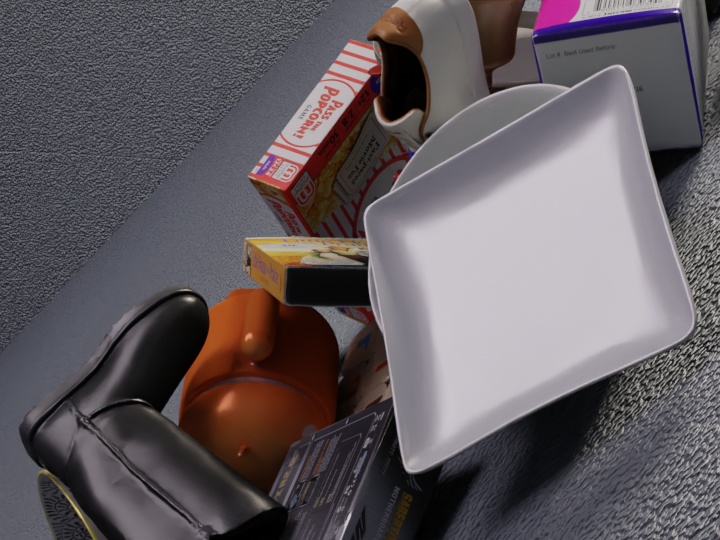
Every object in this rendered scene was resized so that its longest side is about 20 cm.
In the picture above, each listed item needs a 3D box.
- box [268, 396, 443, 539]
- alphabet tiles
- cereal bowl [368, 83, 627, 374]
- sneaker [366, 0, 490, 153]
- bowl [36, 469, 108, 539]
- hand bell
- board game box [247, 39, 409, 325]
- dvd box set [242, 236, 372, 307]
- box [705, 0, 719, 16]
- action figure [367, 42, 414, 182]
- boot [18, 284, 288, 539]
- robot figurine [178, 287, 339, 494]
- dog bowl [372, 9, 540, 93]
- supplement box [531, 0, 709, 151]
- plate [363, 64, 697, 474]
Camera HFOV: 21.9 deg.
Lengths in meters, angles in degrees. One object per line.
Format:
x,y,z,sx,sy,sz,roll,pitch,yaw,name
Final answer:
-0.029,0.188,1.175,0.158,0.048,0.201,-32,29,57,box
-0.003,0.114,1.346,0.196,0.015,0.201,-41,26,51,alphabet tiles
0.106,-0.012,1.182,0.199,0.083,0.201,-22,53,32,cereal bowl
0.050,-0.092,1.271,0.085,0.201,0.073,-35,29,-28,sneaker
-0.146,0.213,1.333,0.094,0.202,0.201,-26,5,-19,bowl
0.086,-0.122,1.341,0.103,0.201,0.104,-4,26,2,hand bell
0.001,-0.070,1.568,0.046,0.200,0.152,22,68,36,board game box
0.000,0.000,1.339,0.200,0.145,0.030,-149,61,-77,dvd box set
0.203,-0.292,1.468,0.125,0.200,0.148,-54,13,-19,box
0.051,-0.079,1.390,0.051,0.201,0.066,-12,34,16,action figure
-0.116,0.113,1.230,0.165,0.066,0.200,-46,44,-9,boot
-0.073,0.097,1.360,0.144,0.116,0.200,-44,24,30,robot figurine
0.108,-0.151,1.471,0.200,0.199,0.059,-78,-11,-65,dog bowl
0.188,-0.168,1.310,0.101,0.104,0.200,-7,30,17,supplement box
0.098,0.002,1.098,0.199,0.032,0.200,-30,49,26,plate
